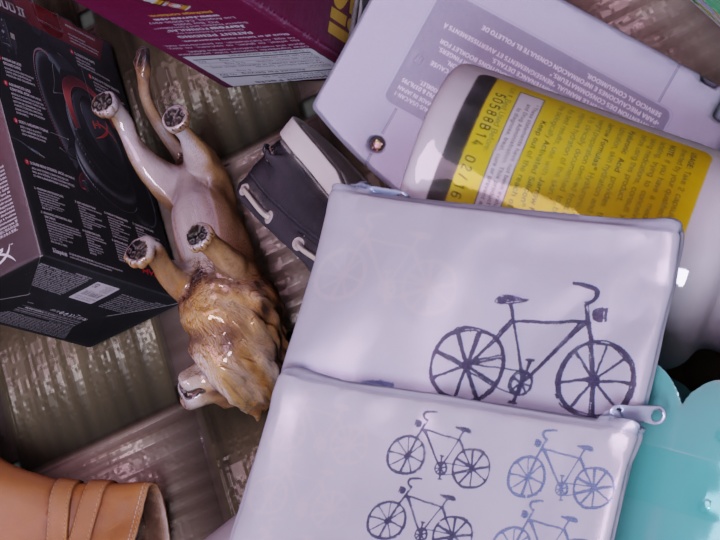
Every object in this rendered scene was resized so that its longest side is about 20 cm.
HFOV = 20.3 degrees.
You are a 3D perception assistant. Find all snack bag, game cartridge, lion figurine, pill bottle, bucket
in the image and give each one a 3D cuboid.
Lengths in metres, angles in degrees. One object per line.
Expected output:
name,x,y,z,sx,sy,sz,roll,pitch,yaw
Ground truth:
snack bag,0.040,0.057,0.866,0.188,0.021,0.200,7,73,32
game cartridge,0.083,-0.078,1.047,0.200,0.040,0.134,30,91,7
lion figurine,-0.088,-0.021,1.129,0.072,0.123,0.200,-19,56,17
pill bottle,0.121,-0.018,0.968,0.200,0.111,0.112,20,89,9
bucket,0.177,0.124,0.901,0.207,0.207,0.135,15,88,29

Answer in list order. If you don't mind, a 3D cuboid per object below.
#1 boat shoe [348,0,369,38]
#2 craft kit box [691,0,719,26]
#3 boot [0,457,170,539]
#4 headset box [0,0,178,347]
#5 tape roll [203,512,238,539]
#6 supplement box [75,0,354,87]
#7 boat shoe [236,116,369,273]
boat shoe,0.046,-0.192,1.102,0.072,0.071,0.200,11,85,28
craft kit box,0.165,-0.153,0.963,0.049,0.197,0.200,-49,62,13
boot,-0.189,0.135,1.149,0.155,0.077,0.200,-15,76,25
headset box,-0.192,-0.069,1.154,0.075,0.149,0.200,-25,70,20
tape roll,0.015,0.185,0.966,0.139,0.203,0.203,-38,65,15
supplement box,-0.073,-0.189,1.088,0.103,0.200,0.131,0,80,26
boat shoe,0.000,0.000,1.085,0.060,0.074,0.200,-46,61,11
